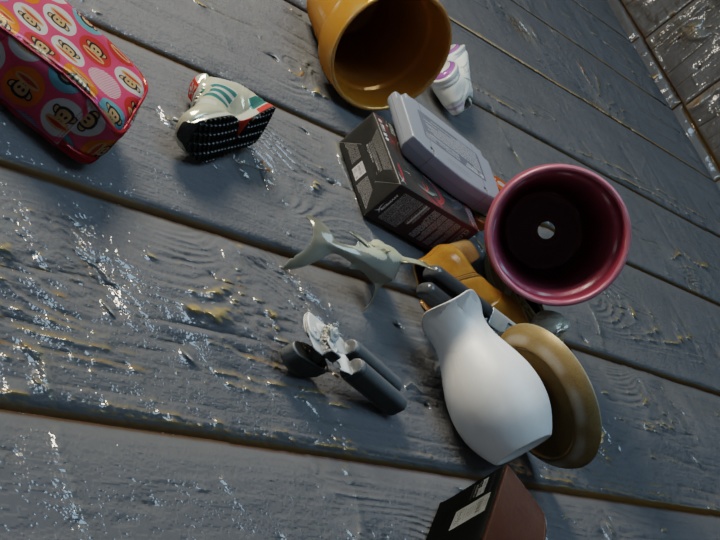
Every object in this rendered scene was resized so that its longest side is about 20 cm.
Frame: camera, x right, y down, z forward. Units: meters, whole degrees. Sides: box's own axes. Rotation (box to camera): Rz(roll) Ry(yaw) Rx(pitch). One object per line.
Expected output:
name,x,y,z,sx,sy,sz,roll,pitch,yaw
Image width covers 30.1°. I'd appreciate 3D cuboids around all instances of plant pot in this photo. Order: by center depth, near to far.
plant pot,0.229,0.166,1.709,0.027,0.200,0.200,-23,74,-29
plant pot,0.272,-0.054,1.915,0.200,0.200,0.179,51,2,-3
plant pot,0.010,-0.375,2.029,0.200,0.200,0.183,26,21,-43

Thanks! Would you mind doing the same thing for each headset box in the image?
headset box,0.076,-0.116,1.914,0.200,0.075,0.149,28,33,-41

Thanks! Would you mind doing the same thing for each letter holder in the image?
letter holder,0.144,0.329,1.426,0.142,0.101,0.200,51,25,-7

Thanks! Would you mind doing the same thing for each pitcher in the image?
pitcher,0.157,0.142,1.686,0.200,0.121,0.172,62,-1,16

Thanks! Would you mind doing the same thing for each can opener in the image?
can opener,-0.016,0.108,1.498,0.200,0.066,0.053,38,30,-46
can opener,0.163,0.060,1.773,0.200,0.067,0.053,37,65,-30

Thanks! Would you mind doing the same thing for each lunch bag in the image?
lunch bag,-0.316,-0.221,1.387,0.200,0.082,0.176,42,26,-19

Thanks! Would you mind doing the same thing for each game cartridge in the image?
game cartridge,0.122,-0.165,1.929,0.200,0.040,0.133,33,26,-35

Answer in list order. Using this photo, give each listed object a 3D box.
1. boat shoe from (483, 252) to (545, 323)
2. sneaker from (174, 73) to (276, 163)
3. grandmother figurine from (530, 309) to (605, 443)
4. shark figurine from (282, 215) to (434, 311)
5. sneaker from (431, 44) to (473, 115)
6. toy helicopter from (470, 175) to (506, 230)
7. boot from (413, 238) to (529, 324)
boat shoe,0.247,0.042,2.005,0.074,0.066,0.200,21,39,-48
sneaker,-0.184,-0.189,1.605,0.093,0.070,0.200,38,25,12
grandmother figurine,0.290,0.151,1.886,0.121,0.060,0.200,-39,110,-83
shark figurine,0.003,0.004,1.646,0.128,0.090,0.214,25,6,24
sneaker,0.160,-0.337,2.373,0.100,0.075,0.200,63,21,-22
toy helicopter,0.146,-0.159,2.118,0.132,0.079,0.200,23,26,-32
boot,0.151,0.056,1.845,0.201,0.071,0.144,58,36,0
